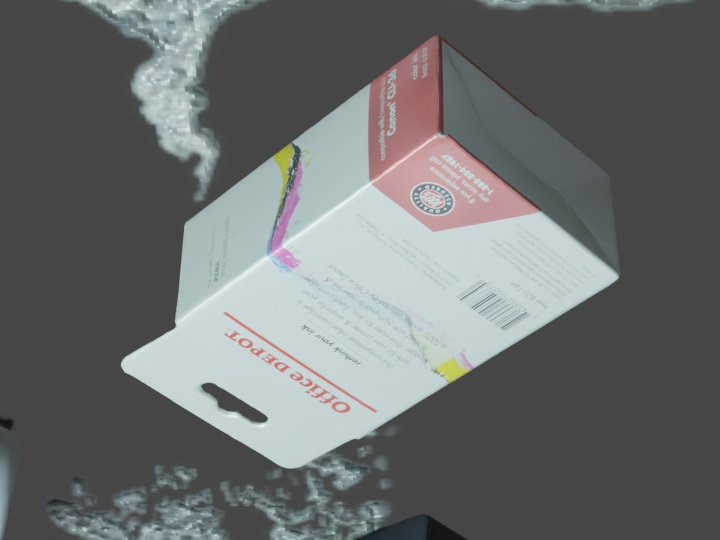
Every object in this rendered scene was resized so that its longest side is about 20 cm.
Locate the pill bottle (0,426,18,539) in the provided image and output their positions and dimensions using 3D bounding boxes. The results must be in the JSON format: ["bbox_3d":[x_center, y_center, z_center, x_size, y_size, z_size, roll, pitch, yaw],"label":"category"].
[{"bbox_3d":[-0.276,0.109,0.945,0.199,0.111,0.111,16,136,-14],"label":"pill bottle"}]

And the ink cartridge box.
[{"bbox_3d":[0.000,0.000,0.851,0.200,0.068,0.116,-34,126,30],"label":"ink cartridge box"}]

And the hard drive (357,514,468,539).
[{"bbox_3d":[0.007,0.209,1.095,0.135,0.042,0.200,34,129,-29],"label":"hard drive"}]
